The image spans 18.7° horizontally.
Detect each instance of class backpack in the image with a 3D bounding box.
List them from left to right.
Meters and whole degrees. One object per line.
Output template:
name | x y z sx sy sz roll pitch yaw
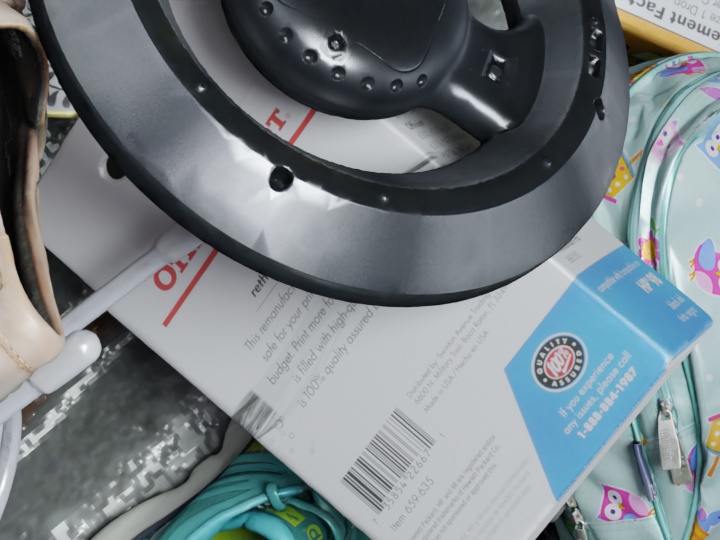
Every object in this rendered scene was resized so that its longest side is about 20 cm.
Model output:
backpack | 0.122 0.020 0.796 0.167 0.127 0.200 -26 106 -42

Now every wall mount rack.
wall mount rack | -0.107 0.071 0.658 0.075 0.200 0.174 14 110 7

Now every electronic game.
electronic game | -0.006 -0.081 0.657 0.200 0.042 0.200 13 60 -24

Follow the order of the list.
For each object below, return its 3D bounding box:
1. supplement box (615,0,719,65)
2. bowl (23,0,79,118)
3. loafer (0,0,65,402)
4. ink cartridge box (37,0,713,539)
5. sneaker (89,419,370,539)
supplement box | 0.163 -0.095 0.863 0.200 0.067 0.069 23 85 -20
bowl | -0.102 -0.158 0.732 0.201 0.094 0.201 -5 108 -16
loafer | -0.109 -0.041 0.613 0.072 0.063 0.200 48 28 -46
ink cartridge box | 0.000 0.000 0.719 0.200 0.067 0.116 41 113 10
sneaker | -0.021 0.087 0.784 0.200 0.080 0.078 -43 105 -17
